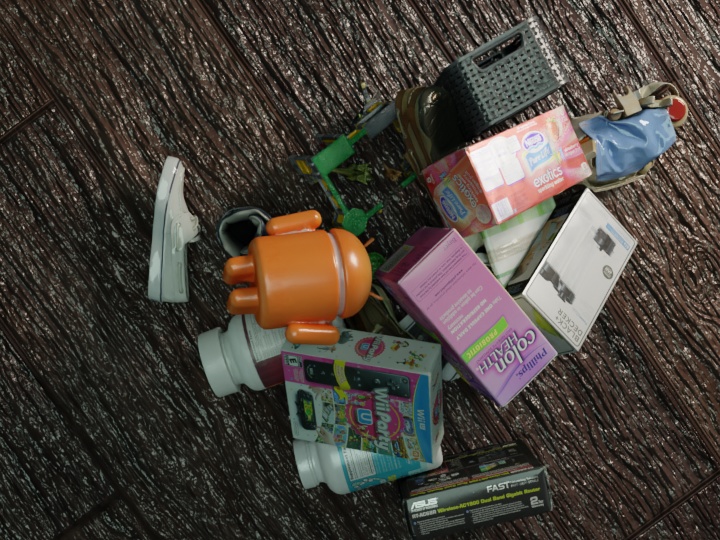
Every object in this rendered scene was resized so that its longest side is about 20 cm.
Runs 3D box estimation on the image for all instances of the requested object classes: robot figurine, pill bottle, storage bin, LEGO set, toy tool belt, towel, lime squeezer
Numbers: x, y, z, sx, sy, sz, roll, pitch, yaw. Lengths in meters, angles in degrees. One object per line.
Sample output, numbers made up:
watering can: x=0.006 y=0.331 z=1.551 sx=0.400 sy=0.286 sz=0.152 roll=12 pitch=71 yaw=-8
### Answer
robot figurine: x=-0.071 y=0.012 z=1.157 sx=0.196 sy=0.145 sz=0.118 roll=-7 pitch=129 yaw=-14
pill bottle: x=-0.116 y=0.099 z=1.279 sx=0.197 sy=0.110 sz=0.111 roll=-20 pitch=93 yaw=0
storage bin: x=0.179 y=-0.244 z=1.222 sx=0.134 sy=0.200 sz=0.095 roll=-29 pitch=94 yaw=0
LEGO set: x=-0.003 y=-0.148 z=1.285 sx=0.200 sy=0.116 sz=0.154 roll=-47 pitch=113 yaw=-11
pill bottle: x=0.009 y=0.243 z=1.289 sx=0.196 sy=0.111 sz=0.113 roll=-15 pitch=93 yaw=0
toy tool belt: x=0.373 y=-0.188 z=1.269 sx=0.197 sy=0.123 sz=0.127 roll=-25 pitch=93 yaw=0
towel: x=0.246 y=-0.010 z=1.286 sx=0.148 sy=0.031 sz=0.203 roll=-22 pitch=93 yaw=-33
lime squeezer: x=0.000 y=0.000 z=1.269 sx=0.196 sy=0.071 sz=0.038 roll=-7 pitch=106 yaw=-13

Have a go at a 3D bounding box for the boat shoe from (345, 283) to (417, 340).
boat shoe: x=0.029 y=0.099 z=1.253 sx=0.075 sy=0.074 sz=0.203 roll=-47 pitch=56 yaw=17

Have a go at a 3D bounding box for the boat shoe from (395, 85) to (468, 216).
boat shoe: x=0.097 y=-0.158 z=1.225 sx=0.076 sy=0.073 sz=0.202 roll=-43 pitch=133 yaw=-29

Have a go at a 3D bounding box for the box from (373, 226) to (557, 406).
box: x=0.126 y=0.051 z=1.168 sx=0.097 sy=0.176 sz=0.200 roll=-42 pitch=99 yaw=-4

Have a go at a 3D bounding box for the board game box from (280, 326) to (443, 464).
board game box: x=0.005 y=0.156 z=1.186 sx=0.196 sy=0.065 sz=0.150 roll=7 pitch=124 yaw=18

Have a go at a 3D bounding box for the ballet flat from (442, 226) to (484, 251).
ballet flat: x=0.167 y=-0.079 z=1.304 sx=0.069 sy=0.069 sz=0.202 roll=27 pitch=91 yaw=-2

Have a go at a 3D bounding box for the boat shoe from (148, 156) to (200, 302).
boat shoe: x=-0.254 y=-0.054 z=1.289 sx=0.064 sy=0.072 sz=0.204 roll=7 pitch=94 yaw=-6

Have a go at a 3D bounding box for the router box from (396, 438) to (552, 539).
router box: x=0.151 y=0.299 z=1.275 sx=0.196 sy=0.150 sz=0.063 roll=-13 pitch=94 yaw=0

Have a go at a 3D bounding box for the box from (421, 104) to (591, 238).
box: x=0.188 y=-0.125 z=1.181 sx=0.198 sy=0.094 sz=0.104 roll=-28 pitch=95 yaw=-36

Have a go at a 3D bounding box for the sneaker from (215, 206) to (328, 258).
sneaker: x=-0.101 y=-0.032 z=1.257 sx=0.199 sy=0.146 sz=0.078 roll=16 pitch=91 yaw=-3

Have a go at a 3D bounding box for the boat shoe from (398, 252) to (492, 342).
boat shoe: x=0.118 y=0.064 z=1.291 sx=0.200 sy=0.072 sz=0.068 roll=-43 pitch=52 yaw=3

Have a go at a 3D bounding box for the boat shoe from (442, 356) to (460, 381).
boat shoe: x=0.188 y=0.081 z=1.302 sx=0.066 sy=0.074 sz=0.201 roll=35 pitch=91 yaw=-2

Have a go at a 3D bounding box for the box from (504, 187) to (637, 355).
box: x=0.283 y=0.003 z=1.257 sx=0.117 sy=0.060 sz=0.201 roll=44 pitch=63 yaw=-13
